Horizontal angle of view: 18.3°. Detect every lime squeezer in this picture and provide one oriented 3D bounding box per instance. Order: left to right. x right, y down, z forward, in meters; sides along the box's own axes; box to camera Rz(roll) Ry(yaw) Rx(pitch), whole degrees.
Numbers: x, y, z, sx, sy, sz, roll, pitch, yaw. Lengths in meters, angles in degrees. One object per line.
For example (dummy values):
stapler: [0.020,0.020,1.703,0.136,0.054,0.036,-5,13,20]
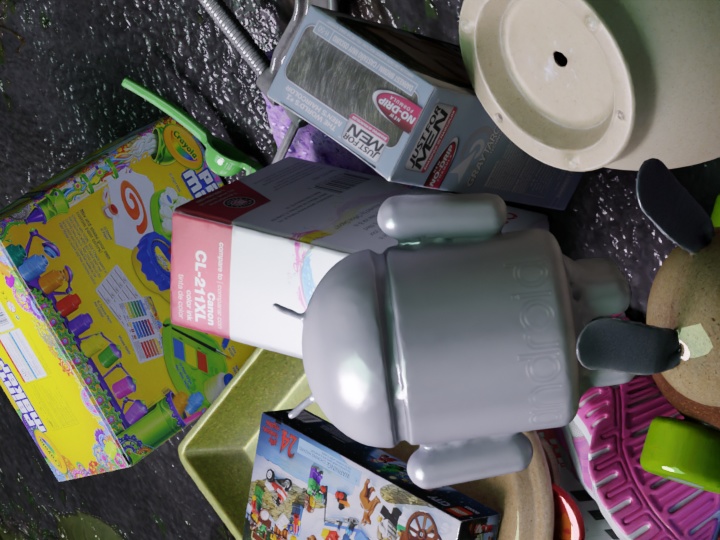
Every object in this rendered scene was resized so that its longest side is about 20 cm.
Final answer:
lime squeezer: [-0.101,-0.063,1.631,0.070,0.038,0.201,-21,97,35]

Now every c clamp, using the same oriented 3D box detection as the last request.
c clamp: [-0.083,-0.183,1.493,0.200,0.027,0.171,56,139,14]

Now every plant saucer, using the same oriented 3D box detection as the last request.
plant saucer: [-0.012,0.137,1.575,0.200,0.048,0.200,52,121,22]

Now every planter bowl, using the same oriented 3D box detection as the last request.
planter bowl: [0.139,-0.134,1.195,0.200,0.135,0.201,31,141,30]

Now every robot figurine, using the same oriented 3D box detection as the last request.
robot figurine: [0.053,0.038,1.259,0.113,0.199,0.170,-95,-3,-81]

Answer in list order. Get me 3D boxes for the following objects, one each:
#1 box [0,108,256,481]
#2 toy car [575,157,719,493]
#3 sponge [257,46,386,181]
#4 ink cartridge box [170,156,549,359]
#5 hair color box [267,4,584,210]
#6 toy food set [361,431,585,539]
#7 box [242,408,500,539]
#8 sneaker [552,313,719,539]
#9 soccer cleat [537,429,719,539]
box: [-0.179,0.019,1.670,0.122,0.192,0.201,-17,104,55]
toy car: [0.183,0.024,1.170,0.157,0.165,0.200,11,171,46]
sponge: [-0.007,-0.055,1.538,0.111,0.030,0.201,17,131,43]
ink cartridge box: [0.000,0.000,1.422,0.199,0.146,0.083,14,112,27]
hair color box: [0.048,-0.091,1.287,0.099,0.200,0.061,36,106,30]
toy food set: [0.062,0.152,1.450,0.198,0.049,0.201,-25,73,46]
box: [0.000,0.187,1.456,0.200,0.038,0.137,24,109,45]
sneaker: [0.170,0.111,1.397,0.088,0.081,0.200,75,175,-50]
soccer cleat: [0.158,0.162,1.462,0.200,0.085,0.069,28,160,32]
